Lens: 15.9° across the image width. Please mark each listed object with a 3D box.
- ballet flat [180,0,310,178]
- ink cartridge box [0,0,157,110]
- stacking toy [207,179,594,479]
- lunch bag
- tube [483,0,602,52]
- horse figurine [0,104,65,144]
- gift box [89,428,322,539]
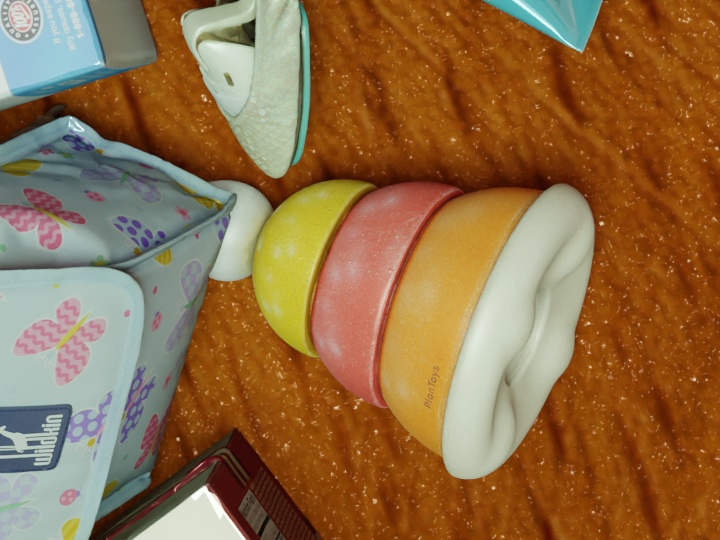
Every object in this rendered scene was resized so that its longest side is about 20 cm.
[{"bbox_3d":[-0.057,-0.133,1.200,0.062,0.067,0.200,-9,123,-21],"label":"ballet flat"},{"bbox_3d":[-0.219,-0.135,1.192,0.200,0.146,0.147,-17,94,7],"label":"ink cartridge box"},{"bbox_3d":[0.000,0.000,1.226,0.200,0.146,0.146,22,99,17],"label":"stacking toy"},{"bbox_3d":[-0.155,0.043,1.165,0.127,0.200,0.170,26,113,17],"label":"lunch bag"},{"bbox_3d":[0.027,-0.173,1.222,0.200,0.050,0.078,25,63,-1],"label":"tube"},{"bbox_3d":[-0.225,-0.020,1.201,0.133,0.200,0.050,-42,71,26],"label":"horse figurine"},{"bbox_3d":[-0.084,0.213,1.218,0.187,0.185,0.200,-35,89,6],"label":"gift box"}]
